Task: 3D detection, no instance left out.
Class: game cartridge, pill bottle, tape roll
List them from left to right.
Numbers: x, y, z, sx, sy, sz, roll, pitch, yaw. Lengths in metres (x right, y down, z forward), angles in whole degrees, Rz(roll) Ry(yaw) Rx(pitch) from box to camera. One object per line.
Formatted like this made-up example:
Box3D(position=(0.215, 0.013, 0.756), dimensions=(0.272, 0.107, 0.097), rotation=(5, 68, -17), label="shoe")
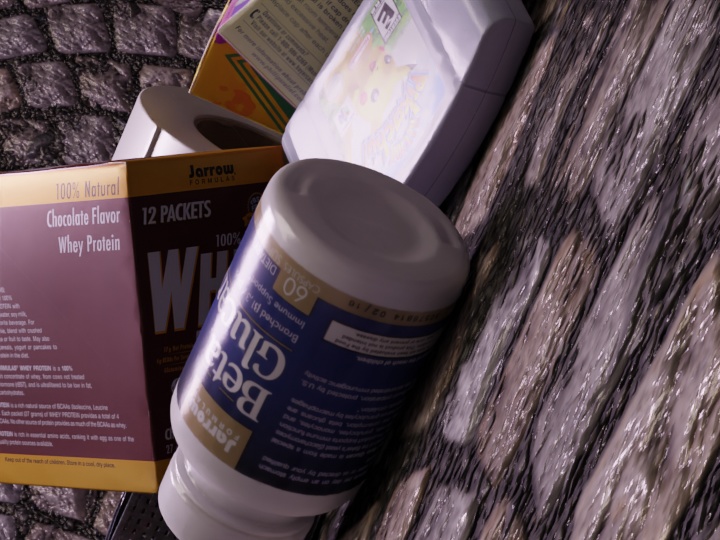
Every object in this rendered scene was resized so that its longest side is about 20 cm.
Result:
Box3D(position=(-0.106, -0.037, 1.788), dimensions=(0.203, 0.201, 0.140), rotation=(-84, 18, -72), label="tape roll")
Box3D(position=(-0.032, 0.053, 1.170), dimensions=(0.111, 0.110, 0.201), rotation=(-77, 11, -61), label="pill bottle")
Box3D(position=(0.024, -0.099, 1.334), dimensions=(0.201, 0.040, 0.134), rotation=(-57, 42, 32), label="game cartridge")

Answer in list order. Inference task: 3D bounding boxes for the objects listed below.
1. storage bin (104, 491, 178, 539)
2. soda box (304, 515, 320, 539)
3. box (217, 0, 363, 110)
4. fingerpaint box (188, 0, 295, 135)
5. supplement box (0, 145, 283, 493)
Box3D(position=(-0.114, 0.148, 1.665), dimensions=(0.135, 0.093, 0.201), rotation=(-77, 13, -63), label="storage bin")
Box3D(position=(-0.077, 0.186, 1.311), dimensions=(0.071, 0.063, 0.201), rotation=(140, 153, -79), label="soda box")
Box3D(position=(0.025, -0.214, 1.444), dimensions=(0.200, 0.097, 0.176), rotation=(-37, 18, 28), label="box")
Box3D(position=(-0.032, -0.134, 1.652), dimensions=(0.200, 0.166, 0.074), rotation=(-102, 37, -79), label="fingerpaint box")
Box3D(position=(-0.151, 0.030, 1.478), dimensions=(0.196, 0.132, 0.202), rotation=(-2, 94, 46), label="supplement box")
